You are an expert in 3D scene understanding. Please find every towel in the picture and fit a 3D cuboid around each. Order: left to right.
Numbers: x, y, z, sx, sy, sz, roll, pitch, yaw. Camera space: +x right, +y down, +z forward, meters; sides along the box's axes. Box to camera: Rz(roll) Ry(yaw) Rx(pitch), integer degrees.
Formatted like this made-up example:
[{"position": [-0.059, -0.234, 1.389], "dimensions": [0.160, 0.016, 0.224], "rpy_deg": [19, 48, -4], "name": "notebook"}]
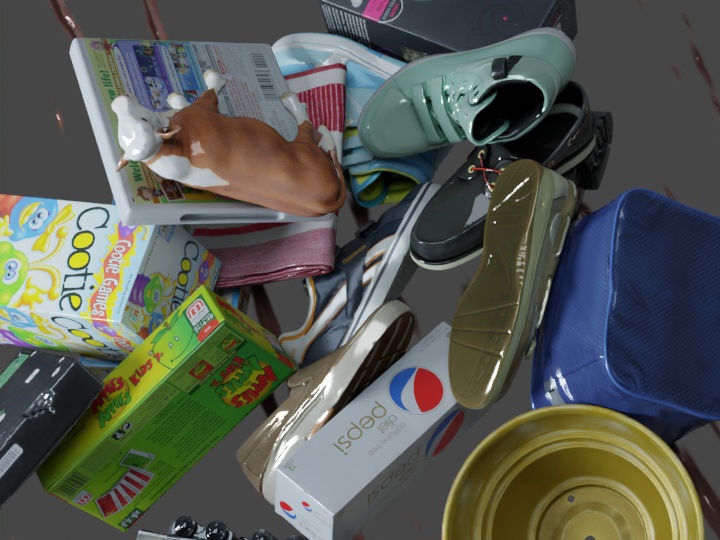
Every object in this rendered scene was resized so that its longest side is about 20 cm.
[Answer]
[{"position": [-0.081, -0.080, 1.498], "dimensions": [0.144, 0.023, 0.200], "rpy_deg": [-9, 62, 25], "name": "towel"}]

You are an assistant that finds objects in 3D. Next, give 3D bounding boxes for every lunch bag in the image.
[{"position": [0.215, 0.037, 1.383], "dimensions": [0.136, 0.132, 0.200], "rpy_deg": [21, 62, -20], "name": "lunch bag"}]

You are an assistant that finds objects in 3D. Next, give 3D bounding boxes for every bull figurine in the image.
[{"position": [-0.105, -0.101, 1.376], "dimensions": [0.200, 0.065, 0.122], "rpy_deg": [21, 39, -17], "name": "bull figurine"}]

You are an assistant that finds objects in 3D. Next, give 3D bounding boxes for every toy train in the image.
[{"position": [-0.062, 0.236, 1.398], "dimensions": [0.200, 0.034, 0.046], "rpy_deg": [8, 70, 14], "name": "toy train"}]

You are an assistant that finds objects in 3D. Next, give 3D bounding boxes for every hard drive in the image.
[{"position": [-0.286, 0.129, 1.411], "dimensions": [0.038, 0.200, 0.140], "rpy_deg": [45, 73, -18], "name": "hard drive"}]

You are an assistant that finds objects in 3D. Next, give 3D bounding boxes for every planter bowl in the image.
[{"position": [0.169, 0.207, 1.333], "dimensions": [0.200, 0.083, 0.201], "rpy_deg": [-4, 77, 19], "name": "planter bowl"}]

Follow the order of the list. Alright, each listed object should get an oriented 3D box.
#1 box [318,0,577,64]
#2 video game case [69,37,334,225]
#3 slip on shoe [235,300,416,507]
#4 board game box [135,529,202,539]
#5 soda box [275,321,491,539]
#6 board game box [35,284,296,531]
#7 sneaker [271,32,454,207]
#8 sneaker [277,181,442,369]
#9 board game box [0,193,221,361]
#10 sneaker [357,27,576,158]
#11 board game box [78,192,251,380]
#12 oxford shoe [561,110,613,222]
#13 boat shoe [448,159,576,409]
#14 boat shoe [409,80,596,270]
[{"position": [0.080, -0.230, 1.560], "dimensions": [0.200, 0.106, 0.122], "rpy_deg": [23, 71, 18], "name": "box"}, {"position": [-0.133, -0.117, 1.446], "dimensions": [0.182, 0.022, 0.200], "rpy_deg": [-2, 50, -26], "name": "video game case"}, {"position": [-0.031, 0.099, 1.405], "dimensions": [0.061, 0.076, 0.200], "rpy_deg": [41, 111, 23], "name": "slip on shoe"}, {"position": [-0.089, 0.284, 1.364], "dimensions": [0.199, 0.028, 0.136], "rpy_deg": [6, 81, 13], "name": "board game box"}, {"position": [0.023, 0.132, 1.387], "dimensions": [0.064, 0.068, 0.200], "rpy_deg": [36, 58, 23], "name": "soda box"}, {"position": [-0.159, 0.113, 1.401], "dimensions": [0.200, 0.102, 0.048], "rpy_deg": [-43, 48, 7], "name": "board game box"}, {"position": [-0.012, -0.129, 1.542], "dimensions": [0.200, 0.080, 0.131], "rpy_deg": [20, 68, 19], "name": "sneaker"}, {"position": [0.000, 0.000, 1.477], "dimensions": [0.079, 0.078, 0.200], "rpy_deg": [25, 72, 14], "name": "sneaker"}, {"position": [-0.237, 0.007, 1.457], "dimensions": [0.200, 0.103, 0.105], "rpy_deg": [6, 68, 30], "name": "board game box"}, {"position": [0.072, -0.131, 1.405], "dimensions": [0.200, 0.074, 0.118], "rpy_deg": [-22, 18, 26], "name": "sneaker"}, {"position": [-0.162, 0.002, 1.528], "dimensions": [0.134, 0.034, 0.200], "rpy_deg": [3, 65, 11], "name": "board game box"}, {"position": [0.148, -0.056, 1.489], "dimensions": [0.084, 0.073, 0.200], "rpy_deg": [13, 56, 20], "name": "oxford shoe"}, {"position": [0.124, 0.015, 1.375], "dimensions": [0.073, 0.063, 0.201], "rpy_deg": [-1, 73, 51], "name": "boat shoe"}, {"position": [0.113, -0.081, 1.434], "dimensions": [0.201, 0.063, 0.074], "rpy_deg": [-41, 56, -15], "name": "boat shoe"}]
